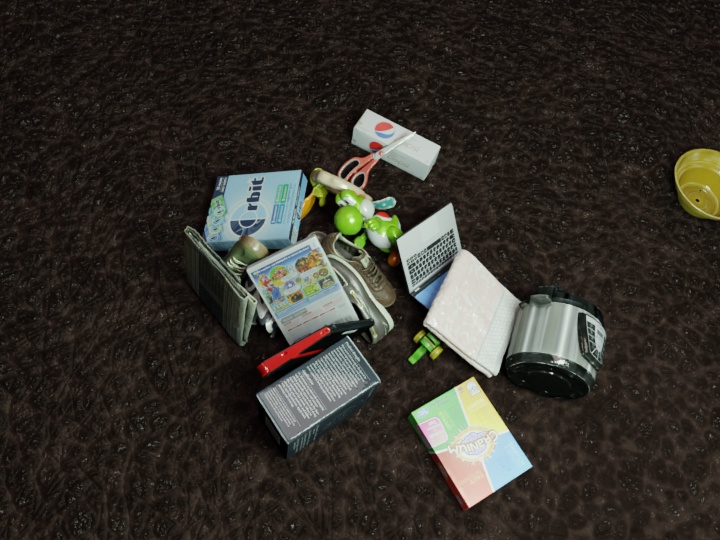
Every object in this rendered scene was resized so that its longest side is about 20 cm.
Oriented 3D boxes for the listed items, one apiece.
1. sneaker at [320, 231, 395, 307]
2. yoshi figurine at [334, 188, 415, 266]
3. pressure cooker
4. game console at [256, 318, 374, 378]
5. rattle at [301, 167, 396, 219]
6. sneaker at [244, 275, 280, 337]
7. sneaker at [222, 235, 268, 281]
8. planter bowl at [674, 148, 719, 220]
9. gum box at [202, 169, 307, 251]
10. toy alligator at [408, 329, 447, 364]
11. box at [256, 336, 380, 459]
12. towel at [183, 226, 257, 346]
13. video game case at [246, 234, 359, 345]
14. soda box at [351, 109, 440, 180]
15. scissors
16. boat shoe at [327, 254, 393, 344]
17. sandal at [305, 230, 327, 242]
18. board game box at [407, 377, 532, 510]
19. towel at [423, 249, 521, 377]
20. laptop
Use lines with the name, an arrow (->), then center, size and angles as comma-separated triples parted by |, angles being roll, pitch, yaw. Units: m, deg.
sneaker -> 0.000, 0.000, 1.349 | 0.200, 0.076, 0.070 | 39, 60, -7
yoshi figurine -> 0.018, -0.080, 1.367 | 0.200, 0.112, 0.112 | 40, 104, -15
pressure cooker -> 0.388, 0.133, 1.301 | 0.178, 0.176, 0.200 | 19, 61, 4
game console -> -0.081, 0.137, 1.202 | 0.177, 0.200, 0.031 | -35, 77, 21
rattle -> -0.033, -0.131, 1.440 | 0.200, 0.130, 0.143 | 27, 72, -23
sneaker -> -0.144, 0.068, 1.294 | 0.199, 0.079, 0.130 | -2, 77, 20
sneaker -> -0.242, -0.005, 1.284 | 0.067, 0.200, 0.090 | 36, 71, -15
planter bowl -> 0.829, -0.187, 1.572 | 0.200, 0.084, 0.201 | 3, 63, -7
gum box -> -0.223, -0.126, 1.385 | 0.199, 0.045, 0.170 | -2, 62, 16
toy alligator -> 0.174, 0.119, 1.347 | 0.200, 0.054, 0.059 | -38, 74, -23
box -> -0.080, 0.235, 1.202 | 0.200, 0.149, 0.107 | -30, 71, -21
towel -> -0.270, 0.031, 1.251 | 0.035, 0.200, 0.193 | -33, 71, -28
video game case -> -0.106, 0.047, 1.239 | 0.143, 0.200, 0.018 | -25, 24, 2
soda box -> 0.081, -0.296, 1.539 | 0.200, 0.064, 0.068 | 28, 63, 8
scissors -> 0.033, -0.266, 1.496 | 0.200, 0.014, 0.073 | -46, 80, 6
boat shoe -> -0.017, 0.058, 1.318 | 0.201, 0.072, 0.061 | 49, 56, -3
sandal -> -0.094, -0.002, 1.372 | 0.081, 0.055, 0.200 | 9, 63, -3
board game box -> 0.208, 0.328, 1.254 | 0.153, 0.040, 0.200 | -26, 69, -19
towel -> 0.235, 0.085, 1.326 | 0.191, 0.032, 0.200 | 40, 56, -13
laptop -> 0.192, -0.011, 1.359 | 0.116, 0.200, 0.187 | 11, 35, 44
